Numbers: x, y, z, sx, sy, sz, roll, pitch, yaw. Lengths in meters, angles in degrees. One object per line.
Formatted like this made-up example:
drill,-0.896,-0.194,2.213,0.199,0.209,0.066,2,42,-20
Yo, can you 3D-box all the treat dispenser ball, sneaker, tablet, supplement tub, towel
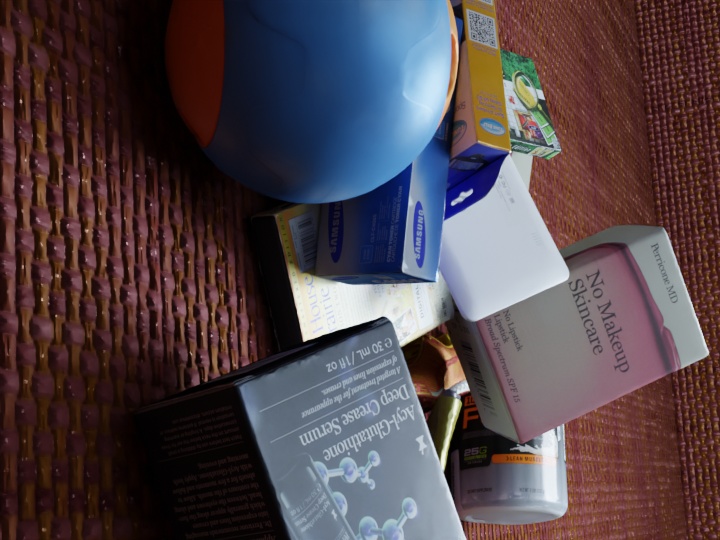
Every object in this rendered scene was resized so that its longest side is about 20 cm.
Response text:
treat dispenser ball,-0.032,-0.147,0.887,0.201,0.199,0.204,-7,90,-69
sneaker,0.048,0.098,1.224,0.078,0.072,0.200,67,14,4
tablet,0.091,-0.065,1.105,0.129,0.014,0.202,-20,80,-37
supplement tub,0.154,0.160,1.382,0.122,0.121,0.203,37,48,-61
towel,0.057,0.211,1.137,0.144,0.022,0.202,108,-8,-68

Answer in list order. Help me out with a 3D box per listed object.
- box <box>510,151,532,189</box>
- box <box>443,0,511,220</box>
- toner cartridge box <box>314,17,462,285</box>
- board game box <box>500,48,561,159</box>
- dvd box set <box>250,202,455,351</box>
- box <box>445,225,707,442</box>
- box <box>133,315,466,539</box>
box,0.093,-0.106,1.304,0.201,0.126,0.110,-76,149,-44
box,0.061,-0.141,1.034,0.041,0.119,0.202,14,62,-32
toner cartridge box,0.021,-0.093,0.993,0.043,0.094,0.203,14,78,-43
board game box,0.111,-0.166,1.218,0.199,0.023,0.106,4,62,-48
dvd box set,0.000,0.000,1.066,0.199,0.029,0.148,-26,108,-48
box,0.193,0.054,1.200,0.109,0.198,0.129,-172,-121,-78
box,-0.029,0.152,0.826,0.148,0.106,0.202,-20,92,-48
